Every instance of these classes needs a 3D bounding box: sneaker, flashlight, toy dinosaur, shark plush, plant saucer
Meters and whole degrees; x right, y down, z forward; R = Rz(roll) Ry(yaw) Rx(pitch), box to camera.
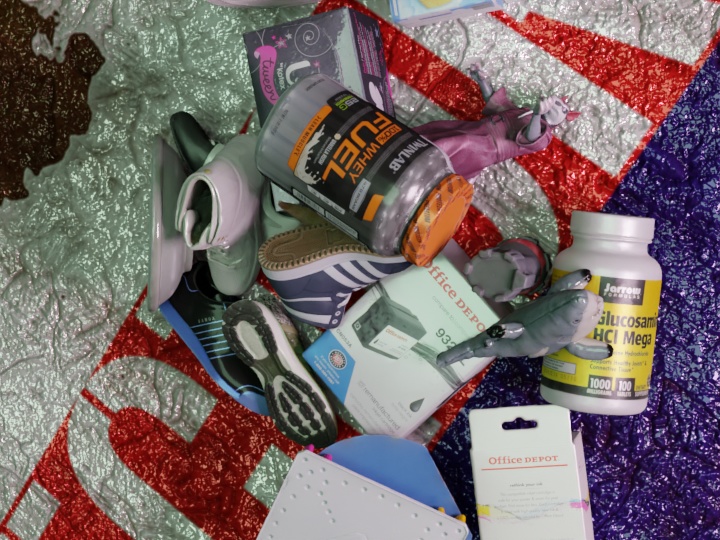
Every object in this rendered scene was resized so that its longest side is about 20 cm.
[{"bbox_3d":[-0.160,-0.039,1.282,0.073,0.116,0.201,21,127,20],"label":"sneaker"},{"bbox_3d":[-0.150,0.077,1.380,0.200,0.070,0.078,46,109,10],"label":"sneaker"},{"bbox_3d":[-0.074,0.108,1.350,0.077,0.089,0.201,-22,101,31],"label":"sneaker"},{"bbox_3d":[0.149,-0.002,1.211,0.068,0.200,0.068,-36,81,17],"label":"flashlight"},{"bbox_3d":[-0.138,-0.114,1.368,0.088,0.074,0.200,-35,94,14],"label":"sneaker"},{"bbox_3d":[-0.041,-0.044,1.304,0.101,0.200,0.058,-37,48,33],"label":"toy dinosaur"},{"bbox_3d":[0.156,0.050,1.177,0.199,0.083,0.091,-8,85,39],"label":"shark plush"},{"bbox_3d":[-0.216,-0.053,1.347,0.050,0.200,0.201,2,94,-10],"label":"plant saucer"},{"bbox_3d":[0.000,0.000,1.258,0.199,0.109,0.070,-9,46,7],"label":"sneaker"}]

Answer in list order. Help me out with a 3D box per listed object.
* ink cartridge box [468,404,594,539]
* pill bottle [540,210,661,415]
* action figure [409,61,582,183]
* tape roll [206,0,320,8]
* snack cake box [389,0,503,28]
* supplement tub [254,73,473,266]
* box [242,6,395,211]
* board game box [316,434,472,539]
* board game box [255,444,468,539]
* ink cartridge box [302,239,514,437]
[{"bbox_3d":[0.186,0.241,1.281,0.116,0.067,0.201,-6,93,18],"label":"ink cartridge box"},{"bbox_3d":[0.251,0.041,1.225,0.112,0.112,0.201,6,95,17],"label":"pill bottle"},{"bbox_3d":[0.144,-0.133,1.257,0.199,0.134,0.149,-16,123,-6],"label":"action figure"},{"bbox_3d":[-0.077,-0.340,1.268,0.201,0.202,0.071,-9,90,18],"label":"tape roll"},{"bbox_3d":[0.082,-0.375,1.283,0.114,0.067,0.201,-8,90,19],"label":"snack cake box"},{"bbox_3d":[0.005,-0.097,1.169,0.200,0.122,0.123,34,102,17],"label":"supplement tub"},{"bbox_3d":[-0.038,-0.173,1.307,0.132,0.115,0.201,-11,89,18],"label":"box"},{"bbox_3d":[0.029,0.259,1.303,0.157,0.039,0.201,-23,107,18],"label":"board game box"},{"bbox_3d":[-0.010,0.307,1.293,0.199,0.026,0.201,25,115,-1],"label":"board game box"},{"bbox_3d":[0.060,0.077,1.304,0.200,0.084,0.145,-44,79,15],"label":"ink cartridge box"}]
